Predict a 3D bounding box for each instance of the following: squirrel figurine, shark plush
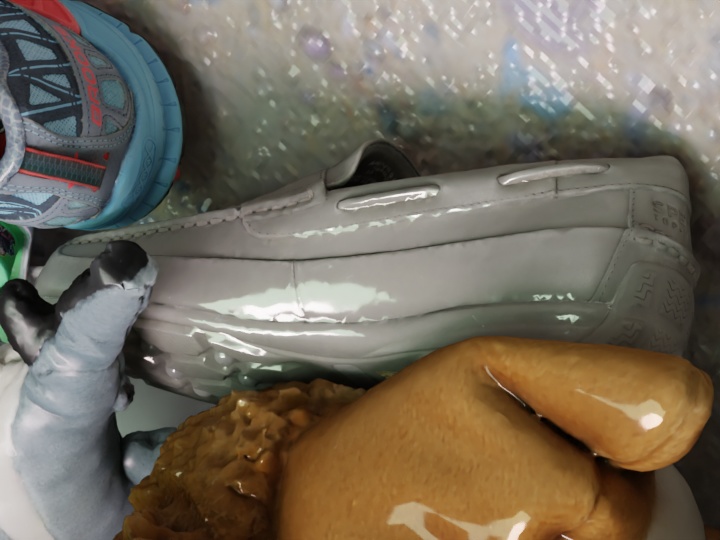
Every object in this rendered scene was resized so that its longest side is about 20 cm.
[{"bbox_3d":[0.003,0.123,0.716,0.200,0.187,0.142,9,154,20],"label":"squirrel figurine"},{"bbox_3d":[-0.077,0.043,0.799,0.083,0.091,0.200,4,135,-9],"label":"shark plush"}]

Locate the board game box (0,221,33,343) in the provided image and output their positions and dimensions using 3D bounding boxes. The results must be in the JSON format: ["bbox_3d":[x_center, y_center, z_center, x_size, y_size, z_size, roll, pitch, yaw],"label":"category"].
[{"bbox_3d":[-0.214,0.052,0.887,0.200,0.026,0.200,10,123,-4],"label":"board game box"}]

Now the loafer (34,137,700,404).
[{"bbox_3d":[0.000,0.000,0.775,0.200,0.070,0.070,1,156,28],"label":"loafer"}]

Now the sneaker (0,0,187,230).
[{"bbox_3d":[-0.152,-0.070,0.824,0.200,0.096,0.079,20,103,24],"label":"sneaker"}]

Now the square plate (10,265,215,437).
[{"bbox_3d":[-0.085,0.082,0.919,0.200,0.028,0.198,-1,114,38],"label":"square plate"}]
